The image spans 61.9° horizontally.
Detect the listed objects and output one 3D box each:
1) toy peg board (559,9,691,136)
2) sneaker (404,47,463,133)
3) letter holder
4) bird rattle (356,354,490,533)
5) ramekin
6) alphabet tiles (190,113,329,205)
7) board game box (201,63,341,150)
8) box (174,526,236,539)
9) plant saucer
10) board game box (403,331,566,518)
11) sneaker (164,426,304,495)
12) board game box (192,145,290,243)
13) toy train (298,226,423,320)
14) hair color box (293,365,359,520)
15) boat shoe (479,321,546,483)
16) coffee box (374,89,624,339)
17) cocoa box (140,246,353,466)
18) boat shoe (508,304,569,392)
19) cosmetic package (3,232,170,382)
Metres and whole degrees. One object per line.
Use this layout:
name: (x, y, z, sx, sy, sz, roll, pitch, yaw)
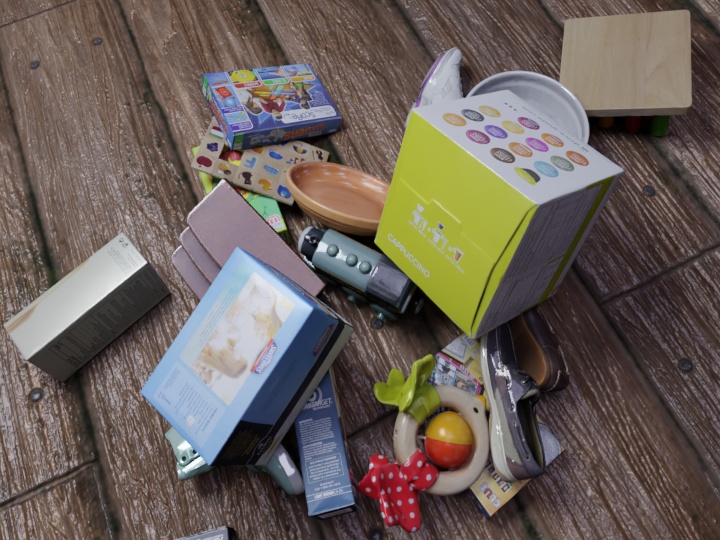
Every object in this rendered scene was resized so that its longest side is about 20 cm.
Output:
toy peg board: (0.440, -0.319, 1.013, 0.194, 0.098, 0.205, 4, 64, 21)
sneaker: (0.143, -0.286, 1.019, 0.098, 0.075, 0.204, 26, 68, -7)
letter holder: (-0.165, 0.004, 0.837, 0.200, 0.101, 0.142, 45, 80, 0)
bird rattle: (0.086, 0.211, 0.734, 0.158, 0.113, 0.205, 9, 68, -12)
ramekin: (0.246, -0.199, 0.945, 0.194, 0.106, 0.205, -1, 65, 1)
alphabet tiles: (-0.151, -0.189, 0.964, 0.195, 0.008, 0.170, 20, 53, -10)
board game box: (-0.146, -0.276, 0.994, 0.196, 0.035, 0.137, -16, 65, -29)
box: (-0.238, 0.416, 0.717, 0.195, 0.044, 0.164, -14, 66, -4)
plant saucer: (-0.019, -0.105, 0.898, 0.195, 0.038, 0.202, 15, 28, -8)
board game box: (0.156, 0.200, 0.806, 0.134, 0.035, 0.201, -33, 69, -12)
sneaker: (-0.166, 0.247, 0.773, 0.199, 0.075, 0.118, 35, 64, 26)
board game box: (-0.191, -0.120, 0.957, 0.099, 0.048, 0.204, -20, 66, -7)
toy train: (0.000, 0.000, 0.853, 0.197, 0.114, 0.087, 29, 80, 14)
hair color box: (-0.050, 0.206, 0.775, 0.059, 0.101, 0.205, -12, 66, -3)
boat shoe: (0.195, 0.157, 0.755, 0.064, 0.071, 0.206, -18, 64, 38)
coffee box: (0.164, -0.078, 0.760, 0.195, 0.203, 0.200, -20, 52, -37)
cocoa box: (-0.127, 0.104, 0.701, 0.132, 0.131, 0.202, 34, 88, 25)
boat shoe: (0.229, 0.078, 0.845, 0.069, 0.070, 0.204, 11, 49, -33)
cosmetic package: (-0.382, 0.053, 0.856, 0.199, 0.106, 0.071, -41, 68, -17)
